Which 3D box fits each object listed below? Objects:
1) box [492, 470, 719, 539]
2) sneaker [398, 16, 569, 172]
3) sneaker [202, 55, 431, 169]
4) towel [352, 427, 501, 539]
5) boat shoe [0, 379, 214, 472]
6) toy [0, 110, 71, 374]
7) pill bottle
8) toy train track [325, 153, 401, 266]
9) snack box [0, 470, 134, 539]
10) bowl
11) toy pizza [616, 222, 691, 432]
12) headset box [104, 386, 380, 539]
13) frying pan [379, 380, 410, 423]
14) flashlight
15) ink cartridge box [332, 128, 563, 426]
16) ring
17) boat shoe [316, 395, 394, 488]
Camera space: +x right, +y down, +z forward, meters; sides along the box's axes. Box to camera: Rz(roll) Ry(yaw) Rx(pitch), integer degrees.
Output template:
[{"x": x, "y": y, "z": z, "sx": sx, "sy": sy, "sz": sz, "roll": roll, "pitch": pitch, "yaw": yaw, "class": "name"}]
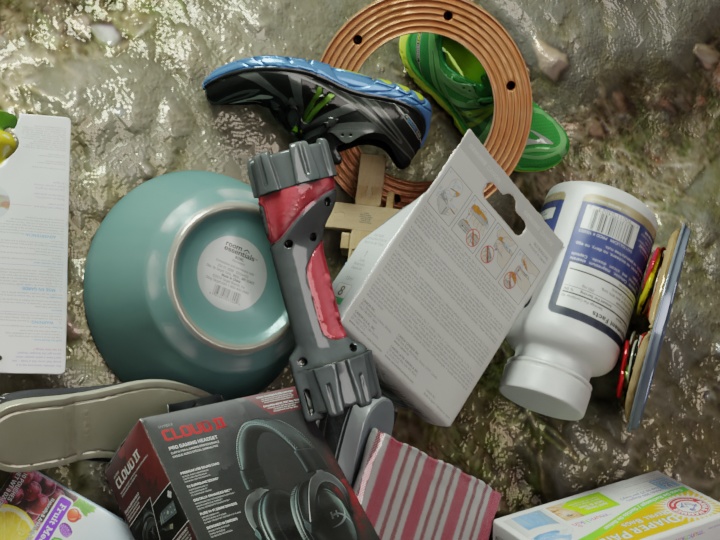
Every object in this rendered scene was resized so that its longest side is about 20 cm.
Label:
[{"x": 0.231, "y": 0.267, "z": 1.052, "sx": 0.198, "sy": 0.112, "sz": 0.103, "roll": -10, "pitch": 106, "yaw": -27, "class": "box"}, {"x": 0.121, "y": -0.162, "z": 1.079, "sx": 0.199, "sy": 0.083, "sz": 0.075, "roll": 38, "pitch": 69, "yaw": -18, "class": "sneaker"}, {"x": -0.038, "y": -0.133, "z": 0.988, "sx": 0.197, "sy": 0.071, "sz": 0.084, "roll": 13, "pitch": 92, "yaw": -6, "class": "sneaker"}, {"x": 0.043, "y": 0.231, "z": 0.984, "sx": 0.199, "sy": 0.030, "sz": 0.148, "roll": 34, "pitch": 70, "yaw": -44, "class": "towel"}, {"x": -0.196, "y": 0.113, "z": 0.889, "sx": 0.198, "sy": 0.062, "sz": 0.074, "roll": 2, "pitch": 99, "yaw": -32, "class": "boat shoe"}, {"x": -0.283, "y": -0.021, "z": 0.887, "sx": 0.114, "sy": 0.047, "sz": 0.203, "roll": 3, "pitch": 79, "yaw": -22, "class": "toy"}, {"x": 0.196, "y": 0.030, "z": 1.077, "sx": 0.110, "sy": 0.111, "sz": 0.202, "roll": 27, "pitch": 73, "yaw": -20, "class": "pill bottle"}, {"x": 0.000, "y": 0.000, "z": 1.017, "sx": 0.113, "sy": 0.033, "sz": 0.203, "roll": 7, "pitch": 77, "yaw": 4, "class": "toy train track"}, {"x": -0.201, "y": 0.252, "z": 0.852, "sx": 0.198, "sy": 0.053, "sz": 0.143, "roll": 29, "pitch": 72, "yaw": 4, "class": "snack box"}, {"x": -0.113, "y": 0.012, "z": 0.933, "sx": 0.198, "sy": 0.105, "sz": 0.204, "roll": 3, "pitch": 83, "yaw": -26, "class": "bowl"}, {"x": 0.269, "y": 0.051, "z": 1.088, "sx": 0.031, "sy": 0.200, "sz": 0.203, "roll": 15, "pitch": 74, "yaw": 16, "class": "toy pizza"}, {"x": -0.081, "y": 0.179, "z": 0.842, "sx": 0.148, "sy": 0.077, "sz": 0.201, "roll": -5, "pitch": 56, "yaw": -43, "class": "headset box"}, {"x": 0.046, "y": 0.103, "z": 1.038, "sx": 0.113, "sy": 0.031, "sz": 0.193, "roll": 2, "pitch": 85, "yaw": -23, "class": "frying pan"}, {"x": -0.031, "y": 0.005, "z": 0.881, "sx": 0.068, "sy": 0.067, "sz": 0.203, "roll": -19, "pitch": 93, "yaw": -55, "class": "flashlight"}, {"x": 0.071, "y": 0.007, "z": 0.991, "sx": 0.161, "sy": 0.050, "sz": 0.201, "roll": 45, "pitch": 70, "yaw": -32, "class": "ink cartridge box"}, {"x": 0.054, "y": -0.144, "z": 1.033, "sx": 0.197, "sy": 0.019, "sz": 0.204, "roll": 0, "pitch": 104, "yaw": 1, "class": "ring"}, {"x": -0.032, "y": 0.194, "z": 0.960, "sx": 0.073, "sy": 0.067, "sz": 0.202, "roll": 17, "pitch": 85, "yaw": -58, "class": "boat shoe"}]
